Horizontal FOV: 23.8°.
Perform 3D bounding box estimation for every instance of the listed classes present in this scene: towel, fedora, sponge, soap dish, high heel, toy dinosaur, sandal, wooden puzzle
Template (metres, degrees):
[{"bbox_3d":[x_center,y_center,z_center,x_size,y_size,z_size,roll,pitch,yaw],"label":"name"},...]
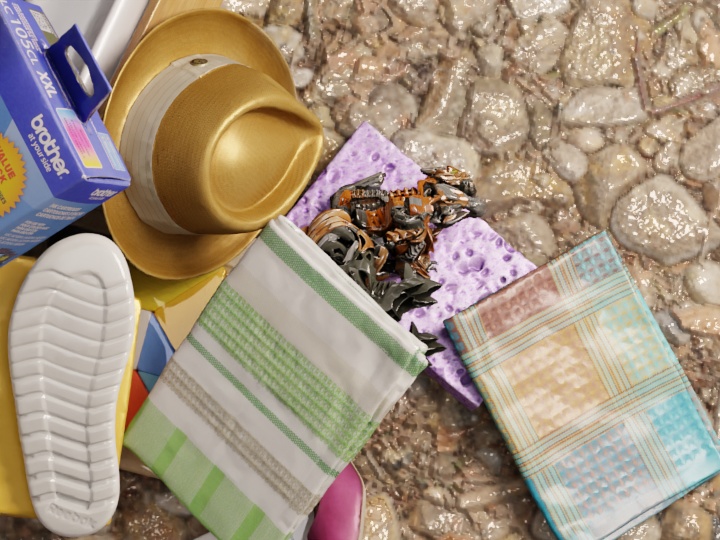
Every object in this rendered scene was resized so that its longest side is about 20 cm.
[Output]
[{"bbox_3d":[-0.060,0.084,1.149,0.149,0.031,0.200,43,108,21],"label":"towel"},{"bbox_3d":[-0.088,-0.081,1.164,0.082,0.200,0.202,13,76,36],"label":"fedora"},{"bbox_3d":[0.042,-0.004,1.258,0.200,0.030,0.112,40,79,3],"label":"sponge"},{"bbox_3d":[-0.173,-0.176,1.212,0.081,0.157,0.201,33,76,-36],"label":"soap dish"},{"bbox_3d":[0.166,0.091,1.236,0.146,0.022,0.201,-29,92,-14],"label":"towel"},{"bbox_3d":[-0.047,0.137,1.184,0.096,0.068,0.201,5,53,-8],"label":"high heel"},{"bbox_3d":[0.000,0.000,1.205,0.200,0.102,0.136,-35,58,9],"label":"toy dinosaur"},{"bbox_3d":[-0.195,0.075,1.146,0.082,0.050,0.204,5,96,-5],"label":"sandal"},{"bbox_3d":[-0.171,0.046,1.228,0.199,0.037,0.186,15,79,-2],"label":"wooden puzzle"}]

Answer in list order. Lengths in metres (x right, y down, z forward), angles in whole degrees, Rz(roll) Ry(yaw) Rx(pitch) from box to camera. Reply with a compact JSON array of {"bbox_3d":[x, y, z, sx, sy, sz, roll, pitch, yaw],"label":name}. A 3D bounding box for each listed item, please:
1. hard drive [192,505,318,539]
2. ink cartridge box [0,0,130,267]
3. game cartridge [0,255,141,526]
[{"bbox_3d":[-0.085,0.248,1.204,0.199,0.025,0.132,-24,83,-9],"label":"hard drive"},{"bbox_3d":[-0.240,-0.081,1.082,0.199,0.076,0.137,-31,83,12],"label":"ink cartridge box"},{"bbox_3d":[-0.256,0.075,1.162,0.199,0.032,0.177,11,81,-20],"label":"game cartridge"}]
